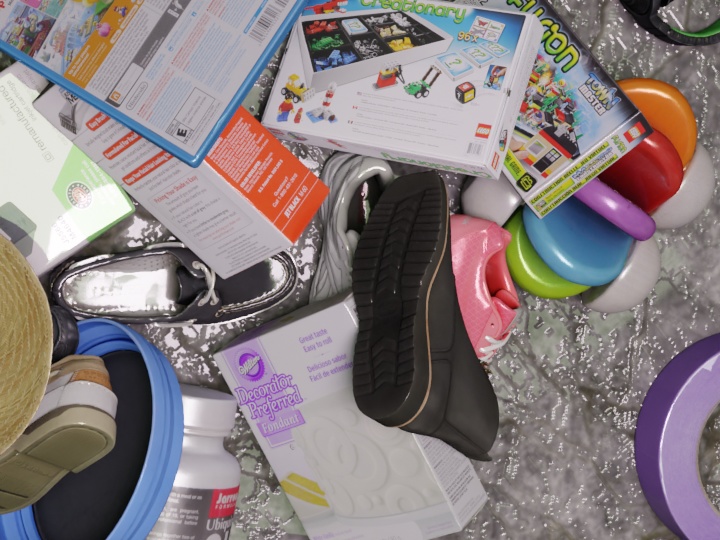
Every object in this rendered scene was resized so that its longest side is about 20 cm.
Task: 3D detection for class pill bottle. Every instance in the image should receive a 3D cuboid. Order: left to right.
[{"bbox_3d":[-0.155,0.191,1.194,0.111,0.111,0.200,10,92,-9],"label":"pill bottle"}]

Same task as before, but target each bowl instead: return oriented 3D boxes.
[{"bbox_3d":[-0.209,0.137,1.152,0.039,0.201,0.201,25,89,-43],"label":"bowl"}]

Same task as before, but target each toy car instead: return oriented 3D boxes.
[{"bbox_3d":[0.193,-0.066,1.215,0.175,0.150,0.200,34,87,-9],"label":"toy car"}]

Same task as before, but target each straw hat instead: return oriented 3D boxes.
[{"bbox_3d":[-0.298,0.056,1.093,0.201,0.085,0.201,-1,84,12],"label":"straw hat"}]

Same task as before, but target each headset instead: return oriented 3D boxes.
[{"bbox_3d":[0.255,-0.269,1.244,0.200,0.094,0.124,35,87,-20],"label":"headset"}]

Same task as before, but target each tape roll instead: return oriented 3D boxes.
[{"bbox_3d":[0.339,0.152,1.292,0.200,0.066,0.200,-1,94,-9],"label":"tape roll"}]

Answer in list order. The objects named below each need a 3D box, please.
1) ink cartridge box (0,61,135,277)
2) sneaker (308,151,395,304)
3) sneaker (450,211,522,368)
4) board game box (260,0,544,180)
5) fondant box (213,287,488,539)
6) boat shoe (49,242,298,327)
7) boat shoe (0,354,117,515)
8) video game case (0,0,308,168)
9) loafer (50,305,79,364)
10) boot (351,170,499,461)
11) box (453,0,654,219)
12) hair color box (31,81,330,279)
[{"bbox_3d":[-0.296,-0.050,1.174,0.200,0.084,0.146,-35,98,-6],"label":"ink cartridge box"},{"bbox_3d":[0.000,0.000,1.214,0.078,0.099,0.200,-5,93,-8],"label":"sneaker"},{"bbox_3d":[0.086,0.049,1.214,0.087,0.074,0.200,6,112,28],"label":"sneaker"},{"bbox_3d":[0.031,-0.150,1.181,0.200,0.035,0.126,13,79,27],"label":"board game box"},{"bbox_3d":[-0.009,0.124,1.201,0.144,0.058,0.200,-23,97,35],"label":"fondant box"},{"bbox_3d":[-0.147,0.010,1.212,0.200,0.060,0.074,0,93,-9],"label":"boat shoe"},{"bbox_3d":[-0.255,0.126,1.127,0.200,0.068,0.075,-25,138,28],"label":"boat shoe"},{"bbox_3d":[-0.157,-0.179,1.035,0.200,0.018,0.143,31,81,7],"label":"video game case"},{"bbox_3d":[-0.306,0.090,1.162,0.200,0.070,0.068,-33,64,8],"label":"loafer"},{"bbox_3d":[0.060,0.039,1.160,0.138,0.077,0.200,33,60,-45],"label":"boot"},{"bbox_3d":[0.128,-0.146,1.186,0.110,0.035,0.200,-38,54,9],"label":"box"},{"bbox_3d":[-0.133,-0.091,1.124,0.200,0.111,0.064,43,57,-17],"label":"hair color box"}]
